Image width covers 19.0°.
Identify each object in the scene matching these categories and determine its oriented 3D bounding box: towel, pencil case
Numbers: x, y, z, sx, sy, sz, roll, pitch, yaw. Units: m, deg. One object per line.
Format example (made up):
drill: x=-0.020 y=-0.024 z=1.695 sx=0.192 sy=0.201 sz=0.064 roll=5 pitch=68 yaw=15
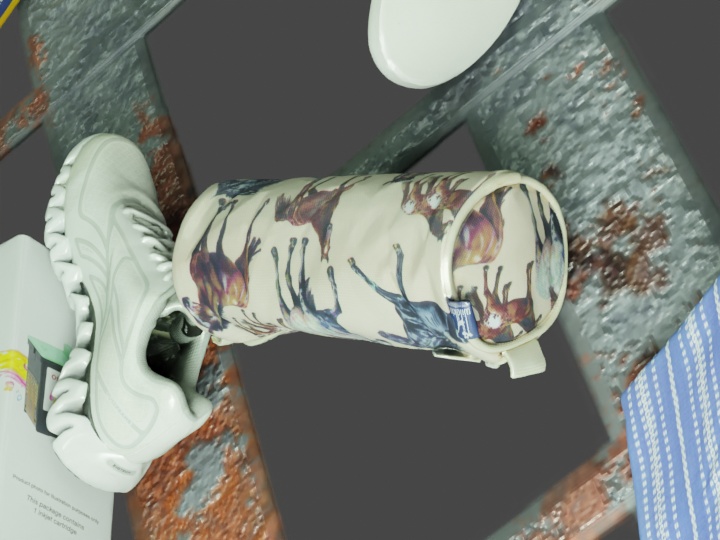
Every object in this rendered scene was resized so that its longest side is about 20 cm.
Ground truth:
towel: x=0.144 y=0.048 z=0.781 sx=0.200 sy=0.024 sz=0.145 roll=120 pitch=156 yaw=-47
pencil case: x=0.000 y=0.000 z=0.989 sx=0.200 sy=0.078 sz=0.090 roll=2 pitch=91 yaw=45

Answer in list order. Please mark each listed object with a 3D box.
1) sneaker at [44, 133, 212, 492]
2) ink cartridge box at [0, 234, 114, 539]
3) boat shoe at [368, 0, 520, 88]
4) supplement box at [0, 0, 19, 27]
sneaker: x=-0.111 y=0.011 z=1.093 sx=0.081 sy=0.075 sz=0.200 roll=-31 pitch=52 yaw=34
ink cartridge box: x=-0.203 y=0.102 z=1.111 sx=0.145 sy=0.084 sz=0.200 roll=-26 pitch=47 yaw=30
boat shoe: x=0.046 y=-0.180 z=1.087 sx=0.068 sy=0.072 sz=0.201 roll=-15 pitch=57 yaw=64
supplement box: x=-0.239 y=-0.277 z=1.396 sx=0.200 sy=0.109 sz=0.109 roll=-56 pitch=40 yaw=-2
